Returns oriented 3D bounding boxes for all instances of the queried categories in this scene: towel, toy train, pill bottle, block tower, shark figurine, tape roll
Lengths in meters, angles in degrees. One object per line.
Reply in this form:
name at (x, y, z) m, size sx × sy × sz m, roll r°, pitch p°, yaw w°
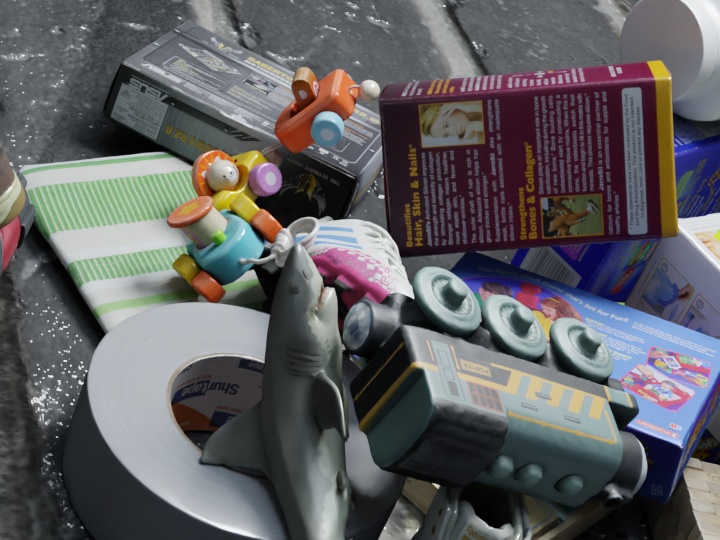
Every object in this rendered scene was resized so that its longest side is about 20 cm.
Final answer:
towel at (-0.142, -0.011, 1.177) m, size 0.151 × 0.024 × 0.200 m, roll -8°, pitch 46°, yaw -38°
toy train at (-0.067, -0.068, 1.147) m, size 0.056 × 0.149 × 0.201 m, roll 46°, pitch 33°, yaw -23°
pill bottle at (0.286, -0.173, 1.276) m, size 0.199 × 0.113 × 0.113 m, roll -11°, pitch 46°, yaw -42°
toy train at (0.079, 0.075, 0.964) m, size 0.198 × 0.085 × 0.115 m, roll 19°, pitch 39°, yaw -32°
block tower at (0.233, 0.204, 1.081) m, size 0.053 × 0.058 × 0.201 m, roll 14°, pitch 34°, yaw -16°
shark figurine at (-0.045, 0.110, 0.925) m, size 0.088 × 0.129 × 0.217 m, roll -5°, pitch 55°, yaw 2°
tape roll at (-0.074, 0.109, 1.012) m, size 0.198 × 0.067 × 0.201 m, roll 16°, pitch 34°, yaw -11°

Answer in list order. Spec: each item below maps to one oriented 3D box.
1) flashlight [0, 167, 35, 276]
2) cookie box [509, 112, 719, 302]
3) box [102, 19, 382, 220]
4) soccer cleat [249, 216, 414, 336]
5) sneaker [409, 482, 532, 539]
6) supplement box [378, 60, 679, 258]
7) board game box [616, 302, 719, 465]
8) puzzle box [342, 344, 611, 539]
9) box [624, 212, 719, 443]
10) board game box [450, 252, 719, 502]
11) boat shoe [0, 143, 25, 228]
flashlight at (-0.258, 0.007, 1.041) m, size 0.067 × 0.069 × 0.201 m, roll -1°, pitch 33°, yaw 11°
cookie box at (0.232, -0.060, 1.343) m, size 0.199 × 0.172 × 0.075 m, roll -16°, pitch 53°, yaw -45°
box at (-0.080, -0.116, 1.312) m, size 0.198 × 0.049 × 0.159 m, roll 27°, pitch 23°, yaw 3°
soccer cleat at (0.000, 0.000, 1.091) m, size 0.086 × 0.070 × 0.199 m, roll -33°, pitch 26°, yaw -21°
sneaker at (0.038, 0.187, 0.930) m, size 0.073 × 0.116 × 0.201 m, roll 25°, pitch 35°, yaw -1°
supplement box at (0.116, -0.078, 1.172) m, size 0.197 × 0.112 × 0.086 m, roll -4°, pitch 14°, yaw 7°
board game box at (0.220, 0.085, 1.247) m, size 0.198 × 0.045 × 0.135 m, roll 4°, pitch 38°, yaw -28°
puzzle box at (0.066, 0.112, 1.131) m, size 0.200 × 0.026 × 0.132 m, roll 40°, pitch 36°, yaw 23°
box at (0.293, 0.061, 1.192) m, size 0.112 × 0.102 × 0.200 m, roll -7°, pitch 45°, yaw -37°
board game box at (0.133, 0.065, 1.124) m, size 0.198 × 0.045 × 0.134 m, roll 21°, pitch 33°, yaw 18°
boat shoe at (-0.303, -0.039, 1.010) m, size 0.198 × 0.065 × 0.073 m, roll -19°, pitch 34°, yaw -10°
